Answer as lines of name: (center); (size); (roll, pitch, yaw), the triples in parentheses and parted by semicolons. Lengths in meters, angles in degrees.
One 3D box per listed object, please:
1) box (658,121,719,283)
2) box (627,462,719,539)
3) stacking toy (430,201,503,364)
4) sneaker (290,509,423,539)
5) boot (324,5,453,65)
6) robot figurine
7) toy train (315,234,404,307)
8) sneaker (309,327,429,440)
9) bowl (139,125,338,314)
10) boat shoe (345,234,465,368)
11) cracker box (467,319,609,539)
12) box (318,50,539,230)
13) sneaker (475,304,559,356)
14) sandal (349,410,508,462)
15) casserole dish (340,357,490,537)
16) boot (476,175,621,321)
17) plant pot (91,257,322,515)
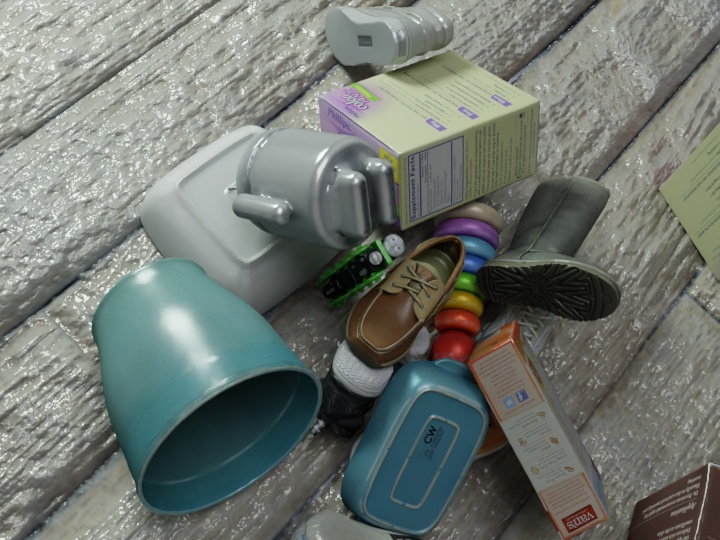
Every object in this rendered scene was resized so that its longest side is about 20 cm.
box: (0.499, -0.080, 1.231); (0.095, 0.177, 0.203); (-20, 70, -22)
box: (0.362, 0.337, 0.995); (0.162, 0.166, 0.202); (26, 61, -1)
stacking toy: (0.117, 0.027, 1.142); (0.083, 0.086, 0.204); (11, 69, -9)
sneaker: (0.018, 0.300, 0.988); (0.197, 0.073, 0.073); (28, 48, -16)
boot: (0.035, -0.296, 1.233); (0.094, 0.075, 0.199); (-16, 26, -25)
robot figurine: (-0.052, -0.086, 1.016); (0.198, 0.115, 0.168); (16, 28, 43)
toy train: (0.000, 0.000, 1.049); (0.056, 0.200, 0.042); (-31, 89, -19)
sneaker: (0.003, 0.111, 1.067); (0.075, 0.115, 0.200); (40, 26, 9)
bowl: (-0.130, -0.068, 1.121); (0.199, 0.075, 0.200); (-37, 77, -28)
boat shoe: (0.051, 0.021, 1.026); (0.075, 0.074, 0.200); (36, 41, 6)
cracker box: (0.185, 0.161, 1.027); (0.057, 0.134, 0.203); (-29, 89, 12)
box: (0.079, -0.159, 1.156); (0.197, 0.098, 0.176); (-22, 40, -24)
sneaker: (0.193, 0.055, 1.137); (0.074, 0.087, 0.202); (31, 62, 1)
sandal: (0.082, 0.178, 1.061); (0.203, 0.059, 0.080); (-17, 69, -22)
casserole dish: (0.060, 0.187, 0.998); (0.119, 0.039, 0.203); (24, 98, -19)
boot: (0.241, -0.032, 1.119); (0.179, 0.074, 0.199); (14, 36, 33)
plant pot: (-0.168, 0.100, 0.971); (0.197, 0.202, 0.189); (-25, 57, -24)
